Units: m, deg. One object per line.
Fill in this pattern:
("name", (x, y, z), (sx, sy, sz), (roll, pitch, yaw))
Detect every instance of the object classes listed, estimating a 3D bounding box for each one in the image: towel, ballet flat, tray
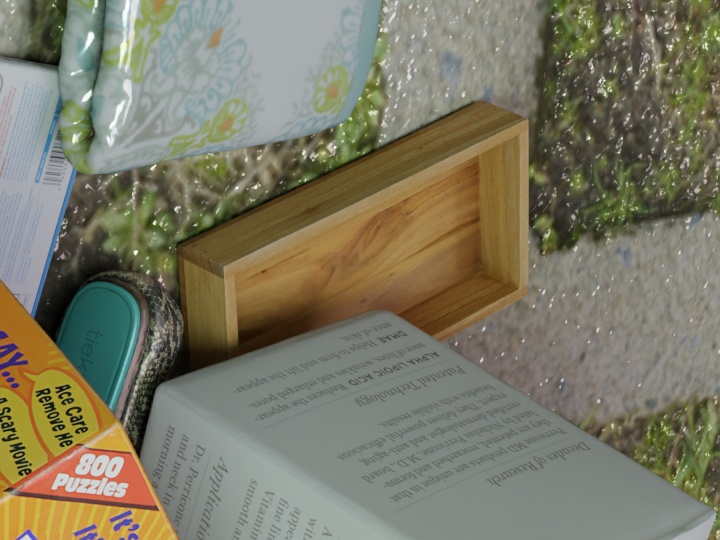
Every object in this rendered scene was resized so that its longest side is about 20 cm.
("towel", (-0.053, -0.147, 1.217), (0.171, 0.048, 0.200), (-12, 115, -49))
("ballet flat", (-0.126, 0.097, 1.262), (0.200, 0.068, 0.075), (-66, 153, -3))
("tray", (0.000, 0.000, 1.368), (0.200, 0.037, 0.099), (-28, 128, -38))

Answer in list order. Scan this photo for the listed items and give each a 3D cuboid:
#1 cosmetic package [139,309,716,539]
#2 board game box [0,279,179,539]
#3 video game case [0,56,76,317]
("cosmetic package", (0.015, 0.145, 1.271), (0.165, 0.200, 0.165), (-18, 132, -50))
("board game box", (-0.183, 0.123, 1.067), (0.200, 0.200, 0.200), (-33, 133, -12))
("video game case", (-0.198, -0.022, 1.151), (0.200, 0.018, 0.143), (6, 105, -49))
